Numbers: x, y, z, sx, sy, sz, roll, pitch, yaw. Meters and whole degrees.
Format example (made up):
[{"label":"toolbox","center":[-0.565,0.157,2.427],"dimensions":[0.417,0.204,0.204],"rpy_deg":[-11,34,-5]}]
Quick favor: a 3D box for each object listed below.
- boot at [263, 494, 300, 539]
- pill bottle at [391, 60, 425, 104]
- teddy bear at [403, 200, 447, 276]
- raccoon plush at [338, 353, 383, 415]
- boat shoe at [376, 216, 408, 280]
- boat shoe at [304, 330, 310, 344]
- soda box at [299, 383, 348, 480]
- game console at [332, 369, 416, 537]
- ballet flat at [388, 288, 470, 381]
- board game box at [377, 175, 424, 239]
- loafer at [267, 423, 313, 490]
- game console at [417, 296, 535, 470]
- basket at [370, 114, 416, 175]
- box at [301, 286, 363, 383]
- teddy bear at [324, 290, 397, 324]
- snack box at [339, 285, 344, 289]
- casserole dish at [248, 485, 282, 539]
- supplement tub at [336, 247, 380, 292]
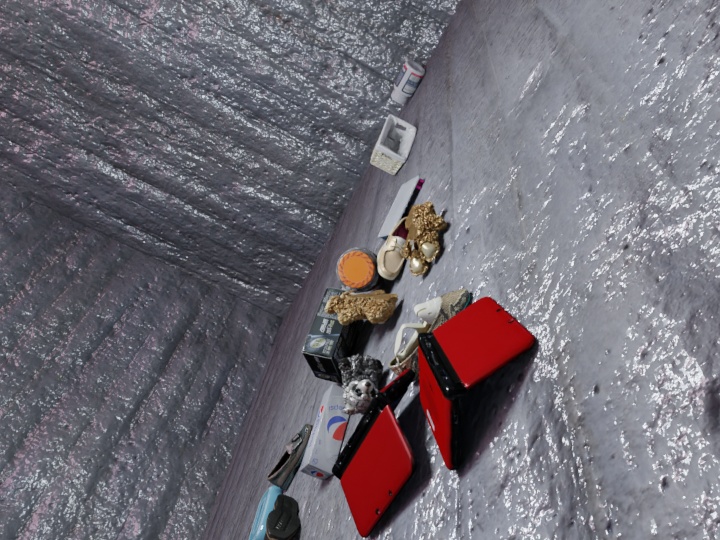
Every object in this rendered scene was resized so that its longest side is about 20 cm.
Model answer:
[{"label":"boot","center":[-0.197,0.630,1.234],"dimensions":[0.200,0.077,0.140],"rpy_deg":[63,-131,-86]},{"label":"pill bottle","center":[0.246,-0.998,2.820],"dimensions":[0.201,0.119,0.120],"rpy_deg":[-55,13,39]},{"label":"teddy bear","center":[0.149,-0.073,1.222],"dimensions":[0.200,0.066,0.146],"rpy_deg":[-102,29,-64]},{"label":"raccoon plush","center":[0.005,0.273,1.120],"dimensions":[0.201,0.096,0.135],"rpy_deg":[82,-174,-51]},{"label":"boat shoe","center":[0.096,-0.066,1.408],"dimensions":[0.069,0.073,0.201],"rpy_deg":[119,172,-51]},{"label":"boat shoe","center":[-0.171,0.265,2.000],"dimensions":[0.200,0.074,0.069],"rpy_deg":[-68,3,-63]},{"label":"soda box","center":[-0.074,0.372,1.229],"dimensions":[0.068,0.063,0.201],"rpy_deg":[-54,14,50]},{"label":"game console","center":[0.045,0.292,0.866],"dimensions":[0.172,0.118,0.201],"rpy_deg":[-24,-34,-54]},{"label":"ballet flat","center":[0.109,0.105,0.914],"dimensions":[0.201,0.075,0.068],"rpy_deg":[-60,10,20]},{"label":"board game box","center":[0.128,-0.196,1.705],"dimensions":[0.202,0.026,0.200],"rpy_deg":[-65,9,-5]},{"label":"loafer","center":[-0.196,0.520,1.493],"dimensions":[0.202,0.062,0.072],"rpy_deg":[-64,10,2]},{"label":"game console","center":[0.154,0.148,0.743],"dimensions":[0.200,0.117,0.174],"rpy_deg":[-106,12,-76]},{"label":"basket","center":[0.130,-0.510,2.167],"dimensions":[0.124,0.135,0.201],"rpy_deg":[-53,14,55]},{"label":"box","center":[-0.069,0.176,1.432],"dimensions":[0.164,0.085,0.201],"rpy_deg":[75,-150,-56]},{"label":"teddy bear","center":[0.003,0.091,1.298],"dimensions":[0.145,0.198,0.068],"rpy_deg":[-30,-64,-61]},{"label":"snack box","center":[-0.066,0.101,1.936],"dimensions":[0.201,0.037,0.117],"rpy_deg":[-59,12,27]},{"label":"casserole dish","center":[-0.272,0.703,1.507],"dimensions":[0.122,0.039,0.201],"rpy_deg":[-57,11,33]},{"label":"supplement tub","center":[0.000,0.000,1.471],"dimensions":[0.123,0.122,0.200],"rpy_deg":[-63,-7,3]}]
